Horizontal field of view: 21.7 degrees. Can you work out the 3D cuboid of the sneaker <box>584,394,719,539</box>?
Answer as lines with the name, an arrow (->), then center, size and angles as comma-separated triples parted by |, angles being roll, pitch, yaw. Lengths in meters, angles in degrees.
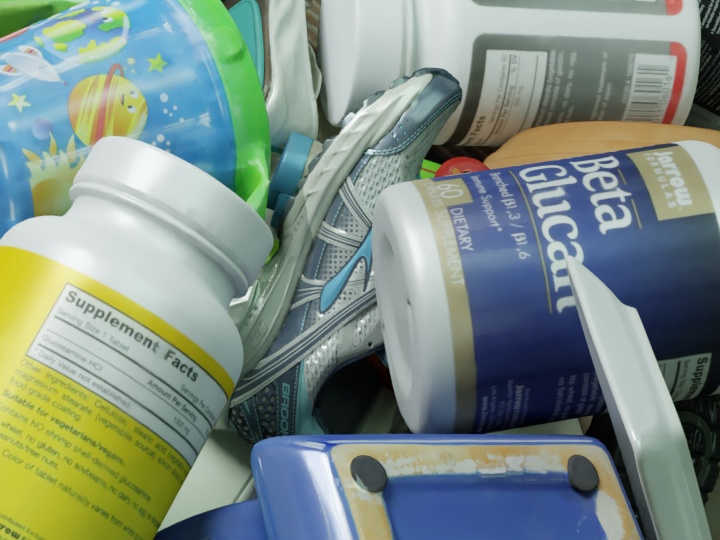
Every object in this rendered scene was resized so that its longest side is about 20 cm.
sneaker -> 0.107, 0.119, 0.881 | 0.076, 0.090, 0.202 | 27, 76, -35

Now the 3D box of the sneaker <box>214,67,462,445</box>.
sneaker -> 0.000, 0.000, 0.885 | 0.086, 0.201, 0.078 | 33, 4, 7

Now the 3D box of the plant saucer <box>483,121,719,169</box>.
plant saucer -> 0.158, -0.047, 1.026 | 0.198, 0.200, 0.038 | 10, 83, -29

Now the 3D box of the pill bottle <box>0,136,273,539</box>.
pill bottle -> -0.117, 0.053, 0.742 | 0.112, 0.112, 0.201 | 31, 74, -11

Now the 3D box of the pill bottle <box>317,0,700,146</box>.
pill bottle -> 0.081, -0.127, 1.059 | 0.198, 0.114, 0.115 | 1, 54, -15

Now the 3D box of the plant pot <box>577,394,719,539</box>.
plant pot -> 0.194, 0.071, 0.975 | 0.198, 0.200, 0.176 | 9, 67, -30

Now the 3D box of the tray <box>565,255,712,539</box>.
tray -> 0.122, 0.094, 0.741 | 0.022, 0.201, 0.108 | -17, 41, 5

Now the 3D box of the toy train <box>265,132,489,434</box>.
toy train -> -0.007, 0.021, 0.942 | 0.115, 0.085, 0.201 | 17, 54, -2

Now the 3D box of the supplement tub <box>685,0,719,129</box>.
supplement tub -> 0.166, -0.180, 1.188 | 0.198, 0.123, 0.123 | 24, 45, -19

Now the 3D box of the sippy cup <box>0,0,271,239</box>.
sippy cup -> -0.131, -0.063, 0.880 | 0.129, 0.177, 0.141 | -21, 104, -33

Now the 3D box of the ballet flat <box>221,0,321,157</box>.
ballet flat -> -0.052, -0.145, 1.053 | 0.069, 0.069, 0.202 | 15, 53, -25

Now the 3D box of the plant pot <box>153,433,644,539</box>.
plant pot -> 0.023, 0.175, 0.755 | 0.198, 0.180, 0.202 | 4, 53, -33

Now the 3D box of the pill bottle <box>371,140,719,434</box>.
pill bottle -> 0.111, 0.004, 0.810 | 0.198, 0.112, 0.112 | -9, 58, -8
